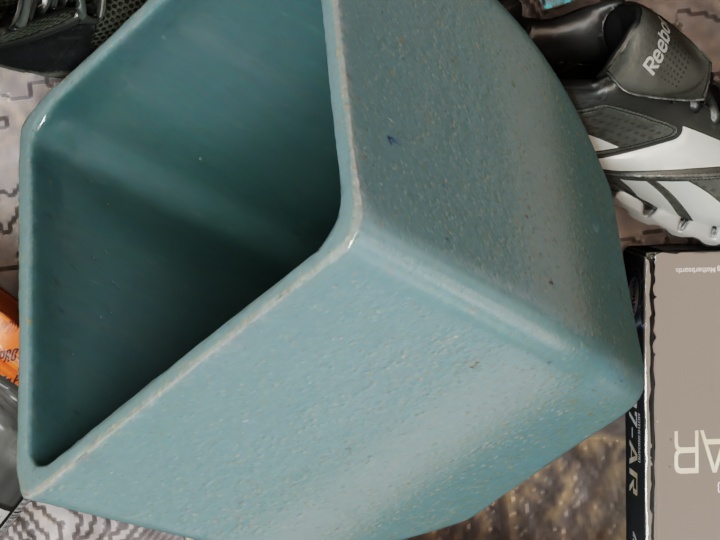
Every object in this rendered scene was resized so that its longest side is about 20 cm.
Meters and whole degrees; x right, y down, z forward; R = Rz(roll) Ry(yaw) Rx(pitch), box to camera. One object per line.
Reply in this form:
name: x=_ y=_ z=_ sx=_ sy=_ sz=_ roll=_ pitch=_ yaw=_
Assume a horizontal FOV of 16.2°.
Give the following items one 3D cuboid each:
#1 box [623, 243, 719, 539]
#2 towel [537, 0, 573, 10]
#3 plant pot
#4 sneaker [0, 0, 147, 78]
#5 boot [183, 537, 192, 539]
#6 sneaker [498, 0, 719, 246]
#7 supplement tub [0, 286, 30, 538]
box: x=0.218 y=0.067 z=1.127 sx=0.199 sy=0.044 sz=0.161 roll=-1 pitch=94 yaw=-7
towel: x=0.108 y=-0.223 z=1.031 sx=0.146 sy=0.022 sz=0.201 roll=-19 pitch=99 yaw=-2
plant pot: x=0.000 y=0.000 z=1.002 sx=0.199 sy=0.197 sz=0.196 roll=27 pitch=131 yaw=-34
sneaker: x=-0.134 y=-0.117 z=1.013 sx=0.199 sy=0.114 sz=0.077 roll=3 pitch=94 yaw=-35
boot: x=-0.013 y=0.174 z=1.079 sx=0.075 sy=0.107 sz=0.201 roll=-28 pitch=95 yaw=-1
sneaker: x=0.126 y=-0.068 z=1.078 sx=0.199 sy=0.067 sz=0.091 roll=12 pitch=135 yaw=-6
supplement tub: x=-0.209 y=0.090 z=1.039 sx=0.122 sy=0.123 sz=0.200 roll=38 pitch=89 yaw=-8
